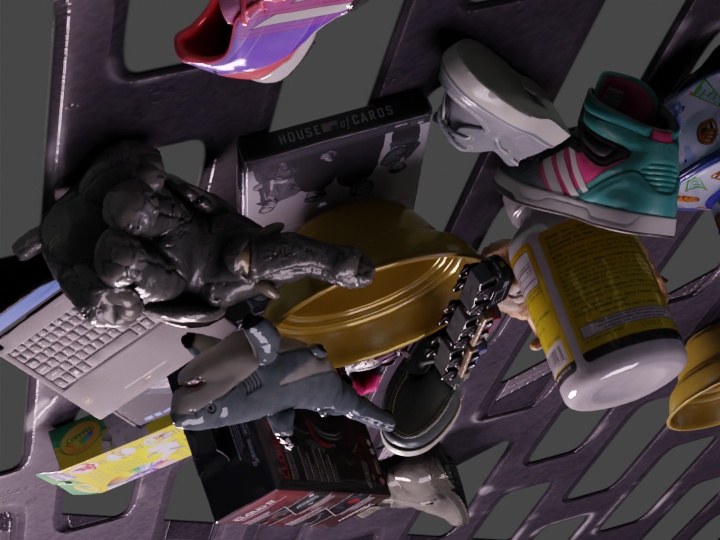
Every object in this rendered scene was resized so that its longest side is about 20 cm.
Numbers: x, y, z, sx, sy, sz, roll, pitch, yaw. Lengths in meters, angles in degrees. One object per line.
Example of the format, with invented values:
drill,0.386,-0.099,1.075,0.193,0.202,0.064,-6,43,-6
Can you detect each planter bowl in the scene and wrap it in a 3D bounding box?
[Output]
planter bowl,0.000,0.000,1.682,0.200,0.083,0.200,-18,160,-7
planter bowl,0.431,0.106,2.429,0.200,0.083,0.200,-18,159,-7

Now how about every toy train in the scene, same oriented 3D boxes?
toy train,0.089,0.038,1.680,0.046,0.034,0.200,-27,162,-19

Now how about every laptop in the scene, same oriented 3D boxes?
laptop,-0.232,0.068,1.690,0.177,0.103,0.200,-32,126,32

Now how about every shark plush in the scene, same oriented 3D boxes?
shark plush,-0.063,0.098,1.608,0.091,0.083,0.200,-11,158,37

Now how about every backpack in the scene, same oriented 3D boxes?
backpack,0.331,-0.106,1.729,0.190,0.154,0.200,-3,156,-20

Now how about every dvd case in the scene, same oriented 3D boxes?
dvd case,-0.024,-0.069,1.662,0.150,0.025,0.200,-16,160,-10

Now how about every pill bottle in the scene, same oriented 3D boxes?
pill bottle,0.195,0.010,1.807,0.112,0.200,0.112,-17,160,-6

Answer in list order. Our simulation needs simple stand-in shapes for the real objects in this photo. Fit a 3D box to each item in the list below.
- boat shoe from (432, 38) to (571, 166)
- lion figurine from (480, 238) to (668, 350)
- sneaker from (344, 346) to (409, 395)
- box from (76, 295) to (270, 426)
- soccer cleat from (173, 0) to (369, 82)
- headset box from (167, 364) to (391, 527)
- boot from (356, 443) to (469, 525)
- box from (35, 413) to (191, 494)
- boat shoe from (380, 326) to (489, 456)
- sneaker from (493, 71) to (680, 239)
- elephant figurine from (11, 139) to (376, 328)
boat shoe,0.096,-0.115,1.583,0.072,0.070,0.201,-37,159,15
lion figurine,0.199,0.000,1.969,0.200,0.123,0.072,-27,-161,-28
sneaker,0.023,0.044,1.917,0.081,0.075,0.200,-11,157,-22
box,-0.141,0.067,1.867,0.200,0.044,0.160,-22,160,5
soccer cleat,-0.046,-0.180,1.310,0.073,0.068,0.200,-1,155,-32
headset box,-0.077,0.142,1.841,0.075,0.149,0.200,-31,157,26
boot,0.054,0.269,2.542,0.131,0.068,0.200,-17,152,7
box,-0.210,0.159,2.034,0.200,0.048,0.117,-24,159,5
boat shoe,0.071,0.079,1.940,0.073,0.200,0.062,19,146,17
sneaker,0.186,-0.101,1.694,0.084,0.121,0.200,6,-171,-37
elephant figurine,-0.122,-0.009,1.554,0.200,0.155,0.142,11,122,-39
